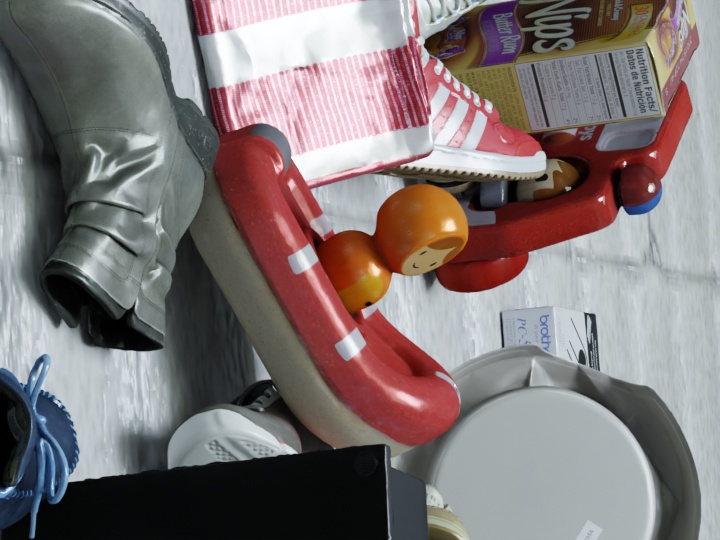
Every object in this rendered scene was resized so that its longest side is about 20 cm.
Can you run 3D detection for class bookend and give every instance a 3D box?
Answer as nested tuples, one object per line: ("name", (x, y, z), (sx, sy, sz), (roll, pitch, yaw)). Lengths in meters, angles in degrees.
("bookend", (-0.041, 0.155, 1.389), (0.200, 0.198, 0.093), (31, 54, -64))

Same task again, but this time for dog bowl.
("dog bowl", (0.112, 0.148, 1.801), (0.059, 0.199, 0.201), (115, -28, -82))

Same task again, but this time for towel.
("towel", (-0.031, -0.148, 1.640), (0.144, 0.023, 0.201), (-16, 101, -32))

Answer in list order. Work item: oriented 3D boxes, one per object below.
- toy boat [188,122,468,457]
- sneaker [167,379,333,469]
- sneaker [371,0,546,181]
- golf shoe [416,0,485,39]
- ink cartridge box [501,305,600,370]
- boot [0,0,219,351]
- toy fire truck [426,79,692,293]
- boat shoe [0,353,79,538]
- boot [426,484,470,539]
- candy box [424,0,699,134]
("toy boat", (0.000, 0.000, 1.558), (0.201, 0.130, 0.131), (60, 9, -9))
("sneaker", (-0.061, 0.097, 1.555), (0.200, 0.077, 0.082), (48, 23, -65))
("sneaker", (0.037, -0.113, 1.742), (0.199, 0.071, 0.113), (5, 85, -40))
("golf shoe", (0.041, -0.186, 1.829), (0.200, 0.097, 0.079), (-65, 145, -50))
("ink cartridge box", (0.144, 0.129, 2.068), (0.094, 0.044, 0.201), (10, 75, -66))
("boot", (-0.131, -0.049, 1.409), (0.200, 0.067, 0.131), (51, 44, -51))
("toy fire truck", (0.127, -0.070, 1.913), (0.200, 0.167, 0.113), (-60, 138, -56))
("boat shoe", (-0.167, 0.080, 1.250), (0.084, 0.068, 0.200), (65, 20, 4))
("boot", (0.024, 0.171, 1.639), (0.155, 0.072, 0.201), (-71, -178, -50))
("candy box", (0.109, -0.133, 1.843), (0.117, 0.199, 0.057), (-58, 137, -58))
